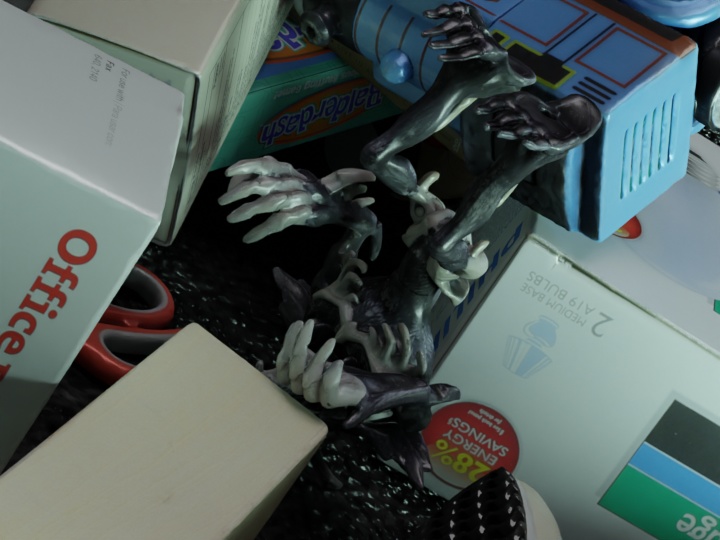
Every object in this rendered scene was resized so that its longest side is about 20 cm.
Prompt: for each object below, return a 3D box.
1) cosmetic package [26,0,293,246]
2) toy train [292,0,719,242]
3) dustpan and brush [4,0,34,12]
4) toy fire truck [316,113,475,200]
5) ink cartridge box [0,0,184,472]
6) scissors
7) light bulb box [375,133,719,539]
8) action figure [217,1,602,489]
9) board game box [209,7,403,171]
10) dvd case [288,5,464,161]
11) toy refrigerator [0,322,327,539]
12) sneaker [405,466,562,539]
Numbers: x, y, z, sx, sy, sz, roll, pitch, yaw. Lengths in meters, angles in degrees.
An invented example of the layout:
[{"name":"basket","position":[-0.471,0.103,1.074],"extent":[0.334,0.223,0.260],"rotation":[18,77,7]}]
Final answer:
[{"name":"cosmetic package","position":[-0.067,-0.121,0.948],"extent":[0.073,0.104,0.200],"rotation":[21,49,4]},{"name":"toy train","position":[0.060,-0.099,0.954],"extent":[0.200,0.087,0.114],"rotation":[33,52,29]},{"name":"dustpan and brush","position":[-0.199,-0.092,0.902],"extent":[0.200,0.057,0.140],"rotation":[-5,47,-36]},{"name":"toy fire truck","position":[0.040,-0.156,1.156],"extent":[0.129,0.200,0.176],"rotation":[-5,46,-50]},{"name":"ink cartridge box","position":[-0.179,-0.030,0.771],"extent":[0.200,0.147,0.086],"rotation":[27,30,-14]},{"name":"scissors","position":[-0.134,0.018,0.889],"extent":[0.200,0.014,0.073],"rotation":[5,41,-46]},{"name":"light bulb box","position":[0.130,0.037,1.030],"extent":[0.198,0.125,0.200],"rotation":[30,27,-6]},{"name":"action figure","position":[0.000,0.000,0.869],"extent":[0.102,0.200,0.119],"rotation":[3,40,-38]},{"name":"board game box","position":[-0.075,-0.136,1.075],"extent":[0.152,0.045,0.200],"rotation":[-18,54,-37]},{"name":"dvd case","position":[0.026,-0.144,1.066],"extent":[0.200,0.016,0.149],"rotation":[41,53,22]},{"name":"toy refrigerator","position":[-0.090,0.092,0.754],"extent":[0.070,0.076,0.200],"rotation":[37,28,5]},{"name":"sneaker","position":[0.065,0.158,0.849],"extent":[0.093,0.070,0.200],"rotation":[46,17,-27]}]
